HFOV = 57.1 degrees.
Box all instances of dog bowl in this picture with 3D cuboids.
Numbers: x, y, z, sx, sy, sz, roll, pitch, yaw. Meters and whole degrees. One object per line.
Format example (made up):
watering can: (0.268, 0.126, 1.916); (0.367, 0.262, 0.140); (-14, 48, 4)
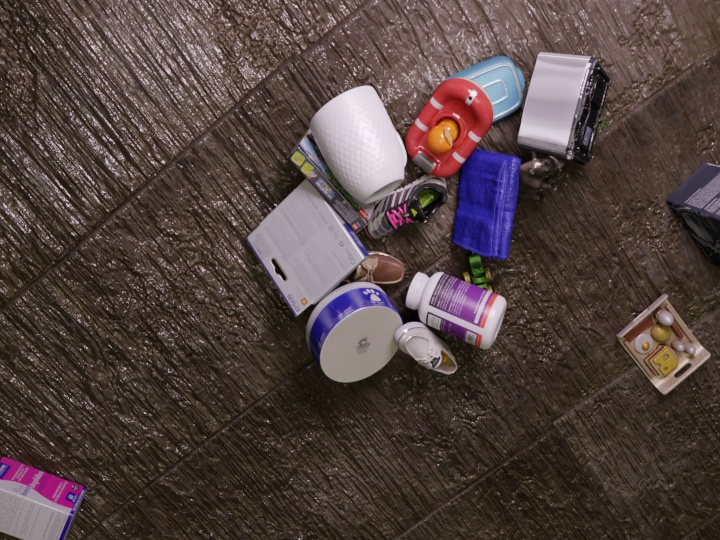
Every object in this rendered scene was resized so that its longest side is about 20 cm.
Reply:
dog bowl: (-0.011, 0.130, 1.368); (0.195, 0.079, 0.205); (-17, 131, -20)

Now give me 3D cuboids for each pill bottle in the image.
pill bottle: (0.197, 0.076, 1.374); (0.195, 0.112, 0.116); (23, 106, 18)

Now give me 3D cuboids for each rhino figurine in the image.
rhino figurine: (0.348, -0.186, 1.305); (0.085, 0.200, 0.062); (13, 81, 3)

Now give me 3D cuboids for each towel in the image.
towel: (0.246, -0.135, 1.330); (0.049, 0.146, 0.207); (-7, 110, -40)

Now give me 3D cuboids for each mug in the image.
mug: (0.020, -0.232, 1.263); (0.146, 0.198, 0.179); (-33, 82, 40)

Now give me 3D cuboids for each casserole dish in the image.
casserole dish: (0.242, -0.346, 1.321); (0.195, 0.039, 0.124); (-23, 107, 2)

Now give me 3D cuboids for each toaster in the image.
toaster: (0.391, -0.305, 1.261); (0.116, 0.198, 0.187); (17, 101, 28)

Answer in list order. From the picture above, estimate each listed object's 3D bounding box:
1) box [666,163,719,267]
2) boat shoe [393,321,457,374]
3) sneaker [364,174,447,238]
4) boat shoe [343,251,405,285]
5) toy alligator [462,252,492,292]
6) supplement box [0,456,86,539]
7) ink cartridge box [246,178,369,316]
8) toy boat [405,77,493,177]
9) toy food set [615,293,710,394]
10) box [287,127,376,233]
box: (0.776, -0.096, 1.365); (0.123, 0.197, 0.200); (-41, 106, 8)
boat shoe: (0.144, 0.173, 1.398); (0.071, 0.070, 0.199); (-45, 137, 8)
sneaker: (0.096, -0.125, 1.340); (0.196, 0.088, 0.075); (-31, 116, 3)
boat shoe: (0.000, 0.000, 1.378); (0.193, 0.072, 0.078); (5, 106, -7)
toy alligator: (0.251, 0.011, 1.416); (0.057, 0.054, 0.206); (-11, 107, -3)
supplement box: (-0.718, 0.507, 1.437); (0.195, 0.101, 0.106); (24, 103, -12)
ink cartridge box: (-0.108, -0.048, 1.322); (0.199, 0.040, 0.202); (-38, 82, 23)
toy boat: (0.163, -0.263, 1.257); (0.129, 0.131, 0.201); (37, 125, -1)
toy food set: (0.691, 0.170, 1.505); (0.143, 0.061, 0.200); (-41, 105, 6)
box: (-0.051, -0.180, 1.299); (0.034, 0.111, 0.200); (-33, 110, 31)
